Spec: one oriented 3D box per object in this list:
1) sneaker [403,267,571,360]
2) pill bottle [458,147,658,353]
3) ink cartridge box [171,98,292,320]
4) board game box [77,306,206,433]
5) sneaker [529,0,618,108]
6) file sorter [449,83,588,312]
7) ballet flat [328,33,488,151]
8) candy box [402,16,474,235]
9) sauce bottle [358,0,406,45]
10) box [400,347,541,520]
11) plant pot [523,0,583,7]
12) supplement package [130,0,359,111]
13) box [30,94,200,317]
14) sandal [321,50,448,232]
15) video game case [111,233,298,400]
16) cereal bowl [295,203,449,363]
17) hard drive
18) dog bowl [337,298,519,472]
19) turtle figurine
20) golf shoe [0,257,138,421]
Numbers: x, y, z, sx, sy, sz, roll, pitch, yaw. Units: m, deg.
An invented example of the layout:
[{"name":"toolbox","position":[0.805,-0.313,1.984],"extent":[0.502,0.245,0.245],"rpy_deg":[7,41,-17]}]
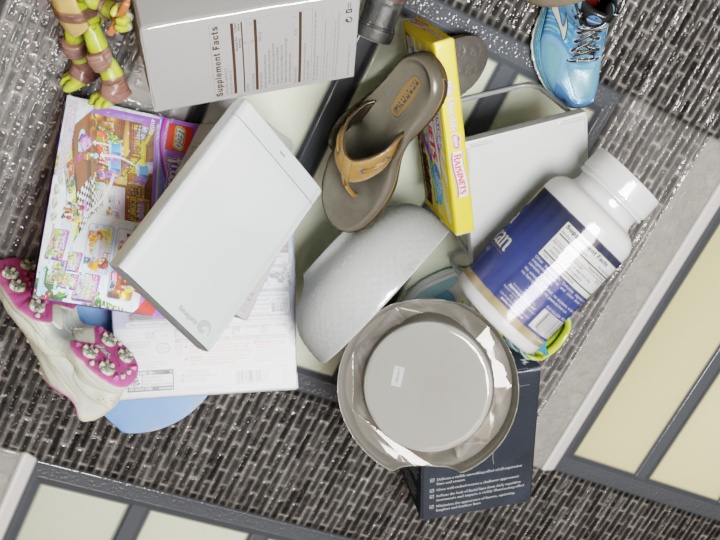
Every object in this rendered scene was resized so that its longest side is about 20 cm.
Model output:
[{"name":"sneaker","position":[0.153,0.055,1.237],"extent":[0.197,0.131,0.081],"rpy_deg":[-9,120,-11]},{"name":"pill bottle","position":[0.203,-0.023,1.079],"extent":[0.111,0.111,0.200],"rpy_deg":[38,100,-29]},{"name":"ink cartridge box","position":[-0.129,-0.068,1.072],"extent":[0.116,0.067,0.202],"rpy_deg":[33,76,-38]},{"name":"board game box","position":[-0.250,0.077,1.173],"extent":[0.200,0.039,0.158],"rpy_deg":[45,83,-11]},{"name":"sneaker","position":[0.228,-0.263,1.118],"extent":[0.077,0.090,0.203],"rpy_deg":[-13,120,-9]},{"name":"file sorter","position":[0.163,-0.085,1.171],"extent":[0.137,0.125,0.203],"rpy_deg":[-14,120,-10]},{"name":"ballet flat","position":[0.048,-0.187,1.137],"extent":[0.199,0.046,0.068],"rpy_deg":[-37,117,-1]},{"name":"candy box","position":[0.079,-0.146,1.080],"extent":[0.026,0.102,0.203],"rpy_deg":[-15,116,-12]},{"name":"sauce bottle","position":[0.046,-0.325,1.049],"extent":[0.065,0.066,0.202],"rpy_deg":[10,114,-20]},{"name":"box","position":[0.131,0.186,1.312],"extent":[0.146,0.107,0.203],"rpy_deg":[-6,119,-12]},{"name":"plant pot","position":[0.159,-0.368,0.954],"extent":[0.173,0.200,0.201],"rpy_deg":[23,110,-47]},{"name":"supplement package","position":[-0.111,-0.246,0.988],"extent":[0.197,0.123,0.120],"rpy_deg":[-11,153,-10]},{"name":"box","position":[-0.246,-0.062,1.071],"extent":[0.135,0.039,0.203],"rpy_deg":[10,90,-21]},{"name":"sandal","position":[0.013,-0.123,1.027],"extent":[0.054,0.082,0.201],"rpy_deg":[-16,150,-52]},{"name":"video game case","position":[-0.168,0.040,1.146],"extent":[0.197,0.045,0.184],"rpy_deg":[-2,94,-14]},{"name":"cereal bowl","position":[0.000,0.000,1.135],"extent":[0.083,0.200,0.200],"rpy_deg":[45,99,0]},{"name":"hard drive","position":[-0.132,-0.043,1.011],"extent":[0.132,0.027,0.201],"rpy_deg":[48,67,-36]},{"name":"dog bowl","position":[0.075,0.125,1.177],"extent":[0.197,0.059,0.204],"rpy_deg":[1,95,5]},{"name":"turtle figurine","position":[-0.268,-0.239,0.981],"extent":[0.065,0.198,0.163],"rpy_deg":[-52,152,-36]},{"name":"golf shoe","position":[-0.318,0.072,1.095],"extent":[0.075,0.200,0.092],"rpy_deg":[-21,150,-55]}]
